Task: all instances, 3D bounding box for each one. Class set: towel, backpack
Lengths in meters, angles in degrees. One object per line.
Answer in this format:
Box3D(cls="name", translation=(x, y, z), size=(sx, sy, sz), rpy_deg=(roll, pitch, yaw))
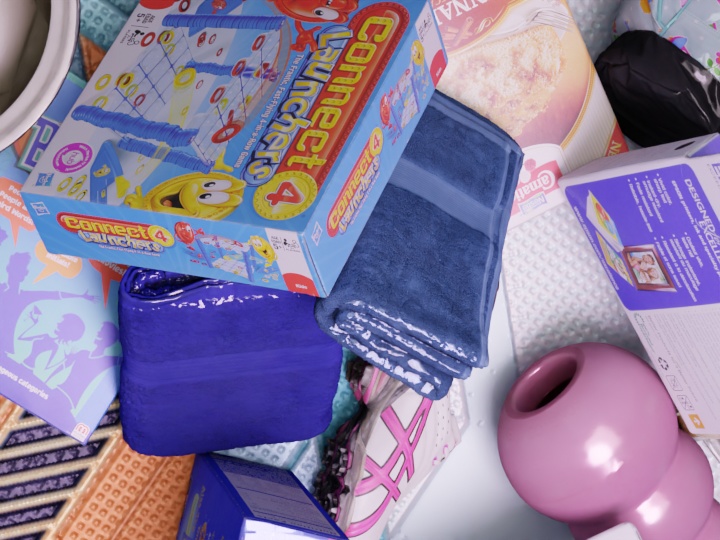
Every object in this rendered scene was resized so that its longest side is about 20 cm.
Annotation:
Box3D(cls="towel", translation=(-0.082, 0.047, 1.439), size=(0.146, 0.201, 0.050), rpy_deg=(-5, 57, -9))
Box3D(cls="backpack", translation=(0.245, -0.178, 1.487), size=(0.126, 0.167, 0.200), rpy_deg=(39, 82, -10))
Box3D(cls="towel", translation=(0.038, -0.027, 1.376), size=(0.111, 0.049, 0.201), rpy_deg=(30, 48, -17))

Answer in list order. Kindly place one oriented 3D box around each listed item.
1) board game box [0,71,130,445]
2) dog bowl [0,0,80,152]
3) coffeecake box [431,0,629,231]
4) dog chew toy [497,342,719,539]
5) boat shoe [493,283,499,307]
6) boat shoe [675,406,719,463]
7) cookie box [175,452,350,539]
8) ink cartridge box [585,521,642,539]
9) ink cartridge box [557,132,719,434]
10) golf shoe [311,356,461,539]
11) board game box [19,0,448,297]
Box3D(cls="board game box", translation=(-0.190, -0.012, 1.464), size=(0.152, 0.045, 0.201), rpy_deg=(32, 89, -15))
Box3D(cls="dog bowl", translation=(-0.266, -0.157, 1.392), size=(0.198, 0.074, 0.202), rpy_deg=(0, 89, 0))
Box3D(cls="coffeecake box", translation=(0.068, -0.128, 1.492), size=(0.153, 0.073, 0.201), rpy_deg=(-27, 103, -9))
Box3D(cls="dog chew toy", translation=(0.182, 0.144, 1.536), size=(0.124, 0.124, 0.200), rpy_deg=(-43, 113, -4))
Box3D(cls="boat shoe", translation=(0.000, 0.000, 1.466), size=(0.199, 0.072, 0.065), rpy_deg=(15, 68, 28))
Box3D(cls="boat shoe", translation=(0.246, 0.088, 1.561), size=(0.200, 0.075, 0.068), rpy_deg=(45, 81, -15))
Box3D(cls="cookie box", translation=(-0.076, 0.222, 1.442), size=(0.075, 0.200, 0.173), rpy_deg=(12, 95, -14))
Box3D(cls="ink cartridge box", translation=(0.120, 0.281, 1.433), size=(0.199, 0.045, 0.177), rpy_deg=(-24, 73, -6))
Box3D(cls="ink cartridge box", translation=(0.227, 0.013, 1.404), size=(0.043, 0.200, 0.199), rpy_deg=(-33, 101, -21))
Box3D(cls="golf shoe", translation=(0.024, 0.120, 1.517), size=(0.091, 0.073, 0.202), rpy_deg=(16, 94, -15))
Box3D(cls="board game box", translation=(-0.074, -0.088, 1.370), size=(0.201, 0.194, 0.056), rpy_deg=(-63, 149, -34))
